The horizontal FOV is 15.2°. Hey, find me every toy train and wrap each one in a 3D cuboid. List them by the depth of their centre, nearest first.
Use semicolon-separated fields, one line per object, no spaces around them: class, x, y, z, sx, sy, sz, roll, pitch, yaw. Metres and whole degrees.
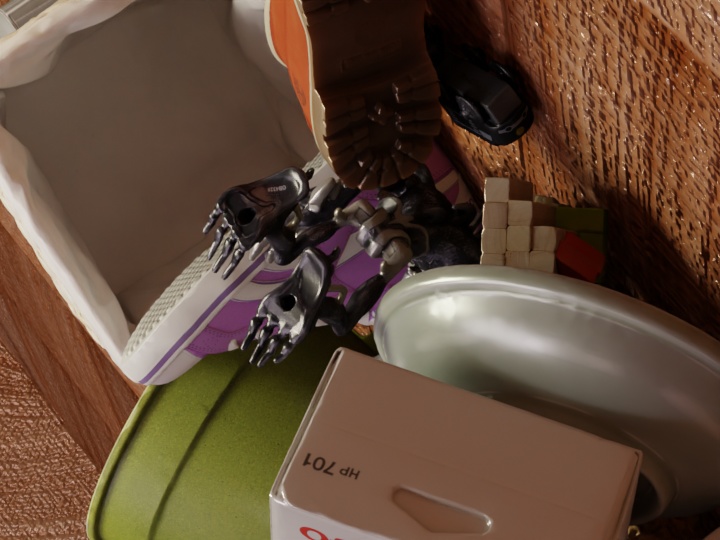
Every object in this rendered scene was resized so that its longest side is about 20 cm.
toy train;0.025;-0.103;1.312;0.046;0.034;0.200;52;171;-35

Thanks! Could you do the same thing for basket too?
basket;-0.105;-0.073;1.500;0.200;0.198;0.161;58;171;-11

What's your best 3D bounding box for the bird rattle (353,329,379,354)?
bird rattle;0.023;0.113;1.781;0.200;0.113;0.163;48;-176;-25

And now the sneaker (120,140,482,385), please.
sneaker;-0.022;0.016;1.402;0.114;0.200;0.073;50;-177;-11

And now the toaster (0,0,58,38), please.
toaster;-0.142;-0.117;1.689;0.200;0.119;0.181;56;166;0

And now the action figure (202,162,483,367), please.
action figure;0.000;0.000;1.316;0.200;0.102;0.119;1;-127;-57

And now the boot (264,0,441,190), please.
boot;-0.012;-0.144;1.222;0.200;0.075;0.107;92;157;-43

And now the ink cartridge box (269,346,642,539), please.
ink cartridge box;0.041;0.136;1.216;0.146;0.086;0.200;19;150;10

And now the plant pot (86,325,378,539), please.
plant pot;-0.027;0.127;1.603;0.193;0.201;0.200;32;162;9

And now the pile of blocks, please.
pile of blocks;0.107;0.014;1.272;0.062;0.082;0.200;3;155;17

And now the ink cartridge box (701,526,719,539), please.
ink cartridge box;0.190;0.163;1.164;0.200;0.116;0.068;35;157;56

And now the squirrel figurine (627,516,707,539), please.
squirrel figurine;0.119;0.138;1.404;0.200;0.141;0.187;-7;106;60

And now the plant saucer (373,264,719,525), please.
plant saucer;0.094;0.069;1.212;0.200;0.050;0.200;18;155;9
